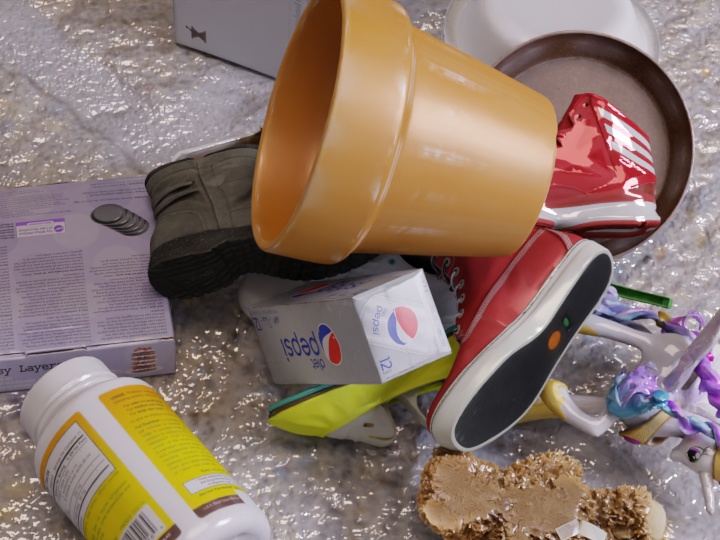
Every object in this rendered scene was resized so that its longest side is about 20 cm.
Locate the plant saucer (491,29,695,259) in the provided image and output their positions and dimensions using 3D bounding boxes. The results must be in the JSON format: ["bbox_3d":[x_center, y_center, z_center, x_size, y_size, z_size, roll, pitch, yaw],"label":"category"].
[{"bbox_3d":[0.184,-0.104,1.646,0.200,0.034,0.201,0,86,3],"label":"plant saucer"}]

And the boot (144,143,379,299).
[{"bbox_3d":[-0.080,-0.055,1.548,0.199,0.068,0.131,-9,48,6],"label":"boot"}]

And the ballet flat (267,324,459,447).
[{"bbox_3d":[0.027,0.098,1.504,0.200,0.067,0.067,-22,83,-23],"label":"ballet flat"}]

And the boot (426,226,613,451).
[{"bbox_3d":[0.082,0.038,1.474,0.144,0.072,0.200,24,64,34],"label":"boot"}]

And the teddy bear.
[{"bbox_3d":[0.136,0.193,1.431,0.199,0.067,0.145,1,58,-11],"label":"teddy bear"}]

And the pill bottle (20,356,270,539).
[{"bbox_3d":[-0.163,0.154,1.407,0.109,0.109,0.200,-29,57,-26],"label":"pill bottle"}]

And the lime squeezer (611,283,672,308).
[{"bbox_3d":[0.157,-0.004,1.592,0.199,0.071,0.038,18,68,-3],"label":"lime squeezer"}]

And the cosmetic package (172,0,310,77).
[{"bbox_3d":[-0.059,-0.303,1.776,0.165,0.165,0.200,20,52,13],"label":"cosmetic package"}]

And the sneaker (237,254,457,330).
[{"bbox_3d":[0.000,0.000,1.565,0.199,0.089,0.075,-1,50,-4],"label":"sneaker"}]

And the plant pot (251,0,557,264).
[{"bbox_3d":[0.037,-0.090,1.418,0.183,0.200,0.201,14,47,-16],"label":"plant pot"}]

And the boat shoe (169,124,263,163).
[{"bbox_3d":[-0.071,-0.094,1.654,0.199,0.070,0.071,-10,50,-13],"label":"boat shoe"}]

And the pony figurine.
[{"bbox_3d":[0.239,0.076,1.489,0.200,0.167,0.193,22,67,26],"label":"pony figurine"}]

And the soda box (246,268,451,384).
[{"bbox_3d":[-0.012,0.044,1.446,0.063,0.200,0.068,-22,96,-25],"label":"soda box"}]

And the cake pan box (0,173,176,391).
[{"bbox_3d":[-0.256,0.011,1.567,0.199,0.052,0.185,-7,48,-10],"label":"cake pan box"}]

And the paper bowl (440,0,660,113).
[{"bbox_3d":[0.172,-0.205,1.746,0.200,0.105,0.201,2,48,-3],"label":"paper bowl"}]

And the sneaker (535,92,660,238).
[{"bbox_3d":[0.148,-0.087,1.603,0.199,0.078,0.116,2,77,-10],"label":"sneaker"}]
